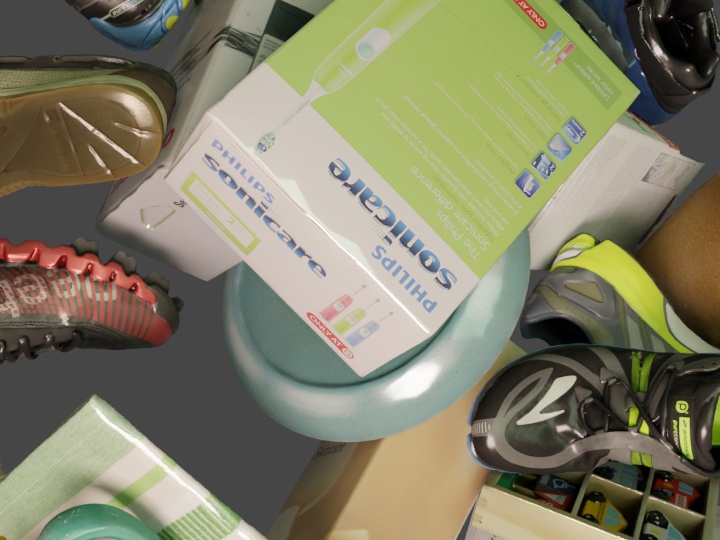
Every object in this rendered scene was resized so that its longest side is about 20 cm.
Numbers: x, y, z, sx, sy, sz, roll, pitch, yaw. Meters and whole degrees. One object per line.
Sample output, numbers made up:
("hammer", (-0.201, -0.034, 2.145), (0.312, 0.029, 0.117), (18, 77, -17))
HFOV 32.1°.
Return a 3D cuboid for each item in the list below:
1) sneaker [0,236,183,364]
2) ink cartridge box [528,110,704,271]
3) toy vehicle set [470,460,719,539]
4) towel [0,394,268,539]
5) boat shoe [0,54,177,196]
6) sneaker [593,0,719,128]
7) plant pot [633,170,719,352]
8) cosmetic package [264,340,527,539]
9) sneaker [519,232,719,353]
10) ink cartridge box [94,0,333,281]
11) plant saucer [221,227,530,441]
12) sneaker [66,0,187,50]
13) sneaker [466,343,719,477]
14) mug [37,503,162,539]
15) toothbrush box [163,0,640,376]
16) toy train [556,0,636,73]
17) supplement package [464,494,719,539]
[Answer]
("sneaker", (-0.199, 0.024, 0.684), (0.200, 0.071, 0.098), (15, 67, -20))
("ink cartridge box", (0.152, -0.054, 0.827), (0.050, 0.109, 0.200), (43, 19, 25))
("toy vehicle set", (0.149, 0.126, 0.750), (0.124, 0.200, 0.027), (19, 107, 13))
("towel", (-0.097, 0.157, 0.659), (0.200, 0.153, 0.023), (42, 43, -11))
("boat shoe", (-0.195, -0.082, 0.687), (0.066, 0.201, 0.072), (-66, 150, -59))
("sneaker", (0.200, -0.209, 0.919), (0.077, 0.111, 0.200), (-14, 82, -28))
("plant pot", (0.259, 0.016, 0.835), (0.186, 0.200, 0.186), (7, 74, -24))
("cosmetic package", (0.017, 0.124, 0.745), (0.071, 0.105, 0.200), (38, 62, -13))
("sneaker", (0.174, 0.073, 0.750), (0.200, 0.074, 0.081), (44, 61, 13))
("ink cartridge box", (-0.068, -0.107, 0.743), (0.083, 0.147, 0.200), (28, 67, -19))
("plant saucer", (0.000, 0.000, 0.731), (0.027, 0.200, 0.200), (44, 53, -54))
("sneaker", (-0.129, -0.237, 0.783), (0.083, 0.071, 0.200), (25, 69, -24))
("sneaker", (0.156, 0.074, 0.673), (0.200, 0.083, 0.071), (-3, 88, -1))
("mug", (-0.121, 0.224, 0.607), (0.114, 0.185, 0.152), (8, 41, -27))
("toothbrush box", (0.025, -0.070, 0.642), (0.146, 0.086, 0.200), (45, 60, -4))
("toy train", (0.088, -0.105, 0.834), (0.200, 0.114, 0.087), (-41, 95, -29))
("supplement package", (0.157, 0.230, 0.742), (0.200, 0.111, 0.156), (7, 108, -23))
